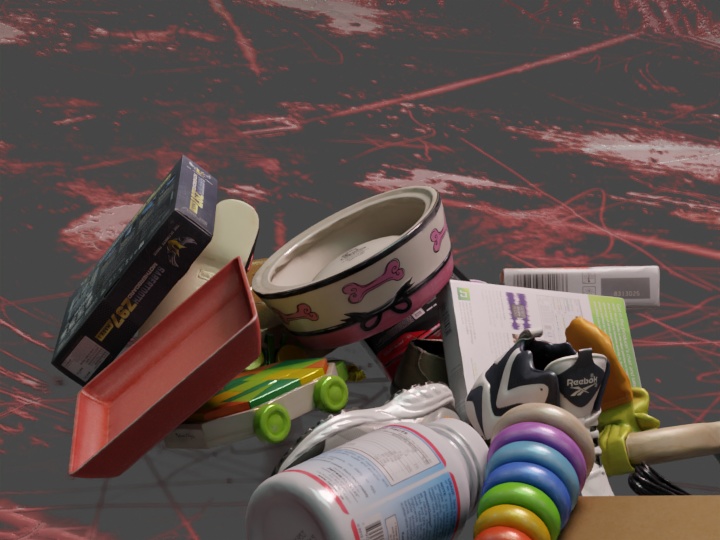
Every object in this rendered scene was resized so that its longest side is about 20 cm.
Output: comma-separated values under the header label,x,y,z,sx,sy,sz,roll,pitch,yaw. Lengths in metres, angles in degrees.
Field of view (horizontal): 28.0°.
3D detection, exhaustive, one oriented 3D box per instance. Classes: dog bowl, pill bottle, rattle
label,x,y,z,sx,sy,sz,roll,pitch,yaw
dog bowl,0.000,0.000,1.363,0.198,0.074,0.200,-25,17,8
pill bottle,0.014,0.182,1.119,0.108,0.110,0.199,23,26,37
rattle,0.281,0.116,1.305,0.197,0.131,0.144,-8,64,-17

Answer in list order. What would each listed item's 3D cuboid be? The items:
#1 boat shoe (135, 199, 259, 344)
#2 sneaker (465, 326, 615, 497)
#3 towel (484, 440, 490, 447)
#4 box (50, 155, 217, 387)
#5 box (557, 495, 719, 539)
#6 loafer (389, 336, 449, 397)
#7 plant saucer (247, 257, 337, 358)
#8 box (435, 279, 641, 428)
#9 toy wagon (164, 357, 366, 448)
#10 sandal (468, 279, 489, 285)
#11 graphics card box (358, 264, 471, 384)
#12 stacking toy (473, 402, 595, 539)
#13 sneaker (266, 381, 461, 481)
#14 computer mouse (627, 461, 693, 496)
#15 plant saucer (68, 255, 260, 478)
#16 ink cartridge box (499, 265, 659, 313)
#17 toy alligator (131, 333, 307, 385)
label,x,y,z,sx,sy,sz,roll,pitch,yaw
boat shoe,-0.158,0.027,1.420,0.073,0.063,0.203,26,67,1
sneaker,0.176,0.132,1.201,0.079,0.130,0.200,-5,47,-32
towel,0.107,0.155,1.338,0.085,0.018,0.200,2,22,-14
box,-0.216,-0.001,1.400,0.051,0.200,0.158,37,15,-18
box,0.177,0.221,1.083,0.197,0.022,0.164,-5,24,23
loafer,0.126,0.091,1.387,0.197,0.071,0.075,-5,23,-20
plant saucer,-0.098,0.037,1.479,0.197,0.036,0.201,-6,30,3
box,0.172,0.088,1.358,0.197,0.036,0.146,6,60,-23
toy wagon,-0.079,0.111,1.268,0.199,0.040,0.154,-23,11,-40
sandal,0.054,0.014,1.632,0.200,0.050,0.083,0,22,-15
graphics card box,0.049,0.037,1.492,0.125,0.051,0.200,-35,30,-4
stacking toy,0.118,0.191,1.075,0.084,0.086,0.201,11,36,13
sneaker,0.009,0.159,1.229,0.198,0.074,0.080,-18,66,-27
computer mouse,0.261,0.224,1.142,0.109,0.044,0.200,33,25,-4
plant saucer,-0.161,0.087,1.239,0.199,0.037,0.200,-40,17,3
ink cartridge box,0.226,0.023,1.535,0.160,0.051,0.200,-1,-1,3
toy alligator,-0.117,0.085,1.365,0.197,0.060,0.055,2,58,-12
